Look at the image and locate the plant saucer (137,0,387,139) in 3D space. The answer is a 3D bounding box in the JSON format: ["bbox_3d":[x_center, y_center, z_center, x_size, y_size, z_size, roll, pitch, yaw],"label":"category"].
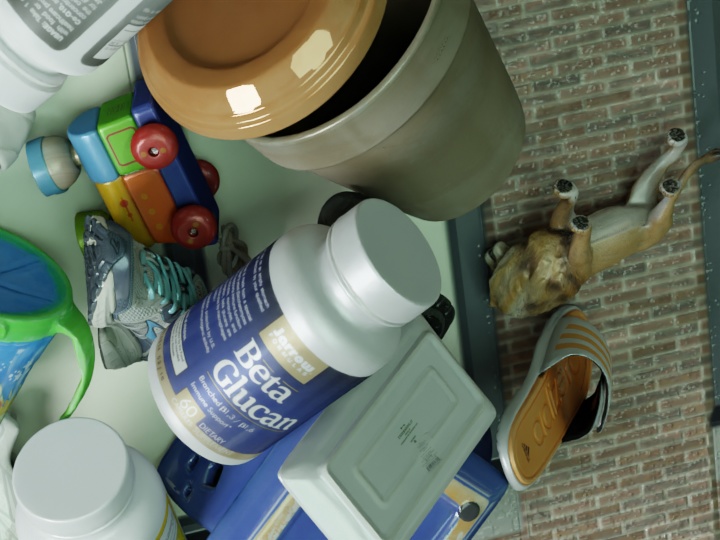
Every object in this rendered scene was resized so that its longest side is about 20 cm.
[{"bbox_3d":[-0.074,-0.188,1.284,0.200,0.200,0.037,-47,145,4],"label":"plant saucer"}]

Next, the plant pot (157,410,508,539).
[{"bbox_3d":[-0.014,0.159,1.423,0.199,0.180,0.201,35,97,-22],"label":"plant pot"}]

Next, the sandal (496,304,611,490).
[{"bbox_3d":[0.163,0.101,1.446,0.059,0.207,0.080,-9,117,28],"label":"sandal"}]

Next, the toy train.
[{"bbox_3d":[-0.157,-0.034,1.381,0.115,0.085,0.201,-18,121,9],"label":"toy train"}]

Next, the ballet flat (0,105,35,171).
[{"bbox_3d":[-0.303,-0.155,1.309,0.069,0.069,0.200,-41,117,1],"label":"ballet flat"}]

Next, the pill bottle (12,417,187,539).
[{"bbox_3d":[-0.189,0.197,1.383,0.111,0.113,0.201,-21,143,-7],"label":"pill bottle"}]

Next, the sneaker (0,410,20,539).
[{"bbox_3d":[-0.266,0.198,1.431,0.080,0.075,0.202,-24,113,-15],"label":"sneaker"}]

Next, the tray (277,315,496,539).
[{"bbox_3d":[0.028,0.117,1.309,0.022,0.200,0.108,-27,106,44],"label":"tray"}]

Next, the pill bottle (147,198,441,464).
[{"bbox_3d":[-0.043,0.039,1.266,0.111,0.112,0.199,39,123,-23],"label":"pill bottle"}]

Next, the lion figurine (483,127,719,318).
[{"bbox_3d":[0.193,-0.030,1.470,0.198,0.073,0.123,-17,146,-16],"label":"lion figurine"}]

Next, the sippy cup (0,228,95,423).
[{"bbox_3d":[-0.289,0.051,1.346,0.139,0.178,0.131,-6,127,-49],"label":"sippy cup"}]

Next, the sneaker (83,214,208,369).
[{"bbox_3d":[-0.151,0.011,1.340,0.085,0.200,0.079,-4,72,-2],"label":"sneaker"}]

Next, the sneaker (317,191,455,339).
[{"bbox_3d":[0.000,0.000,1.386,0.076,0.091,0.200,-46,147,-12],"label":"sneaker"}]

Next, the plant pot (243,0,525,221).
[{"bbox_3d":[0.027,-0.130,1.344,0.200,0.200,0.173,-48,129,4],"label":"plant pot"}]

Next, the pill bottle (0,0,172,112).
[{"bbox_3d":[-0.186,-0.206,1.266,0.199,0.114,0.114,-38,114,19],"label":"pill bottle"}]
